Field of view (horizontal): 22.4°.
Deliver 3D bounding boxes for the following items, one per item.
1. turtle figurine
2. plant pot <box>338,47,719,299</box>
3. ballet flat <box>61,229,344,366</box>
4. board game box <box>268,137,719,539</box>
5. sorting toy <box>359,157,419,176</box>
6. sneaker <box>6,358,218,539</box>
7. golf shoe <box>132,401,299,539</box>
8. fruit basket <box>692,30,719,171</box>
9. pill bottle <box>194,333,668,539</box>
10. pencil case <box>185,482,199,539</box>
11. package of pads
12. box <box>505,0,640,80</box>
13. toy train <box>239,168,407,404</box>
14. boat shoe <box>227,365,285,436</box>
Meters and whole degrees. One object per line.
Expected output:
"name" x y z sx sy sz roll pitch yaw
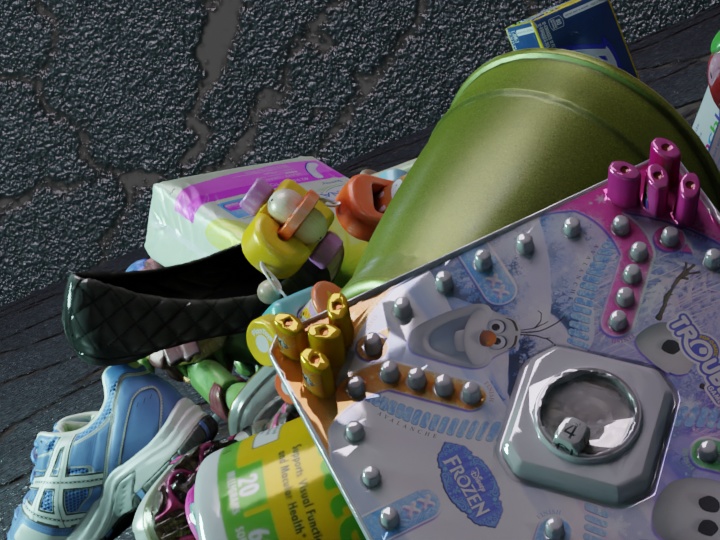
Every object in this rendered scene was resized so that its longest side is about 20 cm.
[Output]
"turtle figurine" -0.099 0.095 1.321 0.193 0.202 0.143 12 8 41
"plant pot" 0.083 0.007 1.051 0.200 0.201 0.193 -14 24 49
"ballet flat" -0.091 0.007 1.126 0.199 0.057 0.066 -19 35 -32
"board game box" 0.090 0.056 0.716 0.199 0.200 0.026 -25 -34 -10
"sorting toy" 0.125 -0.056 1.486 0.184 0.037 0.199 23 -22 -37
"sneaker" -0.176 0.135 1.131 0.200 0.077 0.076 -44 -4 16
"golf shoe" -0.079 0.135 1.044 0.092 0.073 0.200 -31 -5 25
"fruit basket" 0.246 -0.103 1.121 0.093 0.186 0.200 7 28 -17
"pill bottle" 0.038 0.097 0.787 0.199 0.112 0.111 -22 8 9
"pencil case" 0.014 0.109 0.895 0.199 0.089 0.088 -24 8 11
"package of pads" -0.032 -0.009 1.279 0.154 0.069 0.200 -12 34 -42
"box" 0.178 -0.100 1.337 0.064 0.201 0.070 -24 8 -10
"toy train" 0.000 0.000 1.122 0.056 0.149 0.201 -49 32 44
"boat shoe" 0.013 0.072 1.164 0.199 0.071 0.069 -24 47 -19
